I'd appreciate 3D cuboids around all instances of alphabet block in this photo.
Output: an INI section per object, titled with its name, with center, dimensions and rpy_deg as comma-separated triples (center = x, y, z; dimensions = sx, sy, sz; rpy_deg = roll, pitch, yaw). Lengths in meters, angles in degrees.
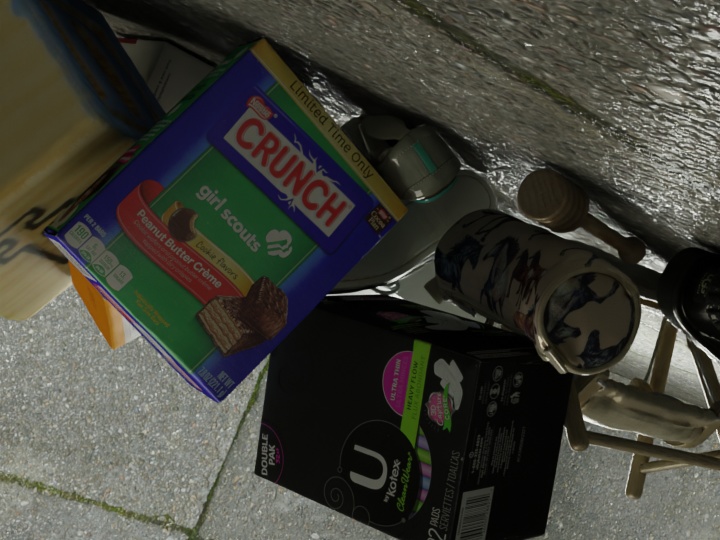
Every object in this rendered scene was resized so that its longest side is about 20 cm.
[alphabet block]
center = -0.275, -0.102, 1.111
dimensions = 0.195, 0.200, 0.196
rpy_deg = 57, -171, 19

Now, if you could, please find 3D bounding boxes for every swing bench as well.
[swing bench]
center = 0.203, 0.071, 1.177
dimensions = 0.199, 0.200, 0.130
rpy_deg = 15, 158, -35

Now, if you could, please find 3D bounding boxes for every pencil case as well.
[pencil case]
center = 0.122, 0.014, 1.037
dimensions = 0.078, 0.089, 0.200
rpy_deg = 40, 177, -24

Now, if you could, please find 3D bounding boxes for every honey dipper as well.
[honey dipper]
center = 0.171, -0.035, 1.067
dimensions = 0.038, 0.038, 0.200
rpy_deg = 23, -179, 30

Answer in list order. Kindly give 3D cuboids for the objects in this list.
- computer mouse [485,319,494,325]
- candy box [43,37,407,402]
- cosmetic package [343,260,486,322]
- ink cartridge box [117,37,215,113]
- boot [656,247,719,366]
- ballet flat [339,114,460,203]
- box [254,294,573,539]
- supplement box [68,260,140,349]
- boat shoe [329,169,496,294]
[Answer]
[computer mouse]
center = 0.132, 0.008, 1.453
dimensions = 0.059, 0.034, 0.200
rpy_deg = 47, -150, -10
[candy box]
center = -0.093, -0.036, 1.020
dimensions = 0.169, 0.200, 0.077
rpy_deg = 48, 168, -18
[cosmetic package]
center = 0.000, 0.000, 1.314
dimensions = 0.200, 0.052, 0.151
rpy_deg = 15, 171, 40
[ink cartridge box]
center = -0.137, -0.132, 1.310
dimensions = 0.200, 0.083, 0.147
rpy_deg = 25, 177, -31
[boot]
center = 0.327, 0.060, 1.031
dimensions = 0.211, 0.080, 0.158
rpy_deg = 26, 177, -33
[ballet flat]
center = 0.015, -0.094, 1.113
dimensions = 0.064, 0.067, 0.200
rpy_deg = 54, 166, -19
[box]
center = 0.037, 0.109, 1.078
dimensions = 0.200, 0.149, 0.124
rpy_deg = 17, -169, 41
[supplement box]
center = -0.127, -0.032, 1.124
dimensions = 0.074, 0.200, 0.126
rpy_deg = 57, 163, 15
[boat shoe]
center = 0.020, -0.024, 1.152
dimensions = 0.075, 0.200, 0.062
rpy_deg = 54, 147, 10
